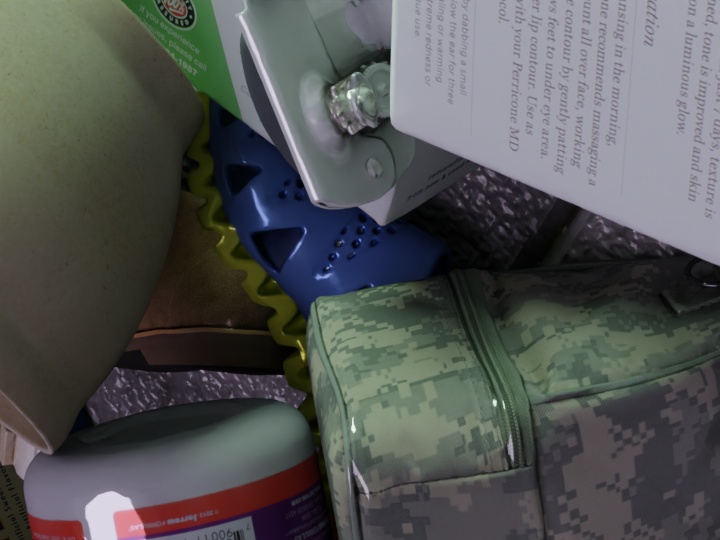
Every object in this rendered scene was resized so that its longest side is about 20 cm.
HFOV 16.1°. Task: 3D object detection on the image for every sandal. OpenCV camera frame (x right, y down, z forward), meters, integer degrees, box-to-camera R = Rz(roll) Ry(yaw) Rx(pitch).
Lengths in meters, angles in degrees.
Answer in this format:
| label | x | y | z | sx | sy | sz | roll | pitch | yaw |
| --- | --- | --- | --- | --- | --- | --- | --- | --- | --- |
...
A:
| label | x | y | z | sx | sy | sz | roll | pitch | yaw |
| --- | --- | --- | --- | --- | --- | --- | --- | --- | --- |
| sandal | 0.000 | 0.000 | 1.003 | 0.087 | 0.079 | 0.200 | -15 | 108 | 32 |

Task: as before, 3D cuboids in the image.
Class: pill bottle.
| label | x | y | z | sx | sy | sz | roll | pitch | yaw |
| --- | --- | --- | --- | --- | --- | --- | --- | --- | --- |
| pill bottle | -0.057 | 0.155 | 0.973 | 0.112 | 0.112 | 0.200 | -4 | 100 | 45 |

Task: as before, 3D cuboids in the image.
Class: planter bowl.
| label | x | y | z | sx | sy | sz | roll | pitch | yaw |
| --- | --- | --- | --- | --- | --- | --- | --- | --- | --- |
| planter bowl | -0.144 | -0.049 | 0.937 | 0.200 | 0.135 | 0.200 | 39 | 168 | 10 |

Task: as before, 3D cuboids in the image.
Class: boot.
| label | x | y | z | sx | sy | sz | roll | pitch | yaw |
| --- | --- | --- | --- | --- | --- | --- | --- | --- | --- |
| boot | -0.092 | 0.007 | 1.113 | 0.200 | 0.074 | 0.076 | -3 | 83 | 51 |

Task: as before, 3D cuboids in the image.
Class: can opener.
| label | x | y | z | sx | sy | sz | roll | pitch | yaw |
| --- | --- | --- | --- | --- | --- | --- | --- | --- | --- |
| can opener | -0.037 | -0.110 | 0.841 | 0.066 | 0.053 | 0.200 | -5 | 111 | 47 |

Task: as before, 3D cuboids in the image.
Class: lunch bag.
| label | x | y | z | sx | sy | sz | roll | pitch | yaw |
| --- | --- | --- | --- | --- | --- | --- | --- | --- | --- |
| lunch bag | 0.077 | 0.098 | 0.926 | 0.139 | 0.167 | 0.200 | -104 | 4 | -66 |

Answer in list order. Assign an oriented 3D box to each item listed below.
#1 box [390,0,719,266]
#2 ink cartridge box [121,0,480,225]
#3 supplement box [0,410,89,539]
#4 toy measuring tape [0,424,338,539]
| label | x | y | z | sx | sy | sz | roll | pitch | yaw |
| --- | --- | --- | --- | --- | --- | --- | --- | --- | --- |
| box | 0.131 | -0.083 | 0.752 | 0.200 | 0.152 | 0.106 | 24 | 130 | 31 |
| ink cartridge box | 0.002 | -0.141 | 0.892 | 0.145 | 0.087 | 0.200 | 38 | 135 | 21 |
| supplement box | -0.244 | 0.160 | 1.239 | 0.200 | 0.200 | 0.134 | -7 | 111 | 46 |
| toy measuring tape | -0.064 | 0.107 | 1.125 | 0.200 | 0.074 | 0.074 | 29 | 133 | 19 |
